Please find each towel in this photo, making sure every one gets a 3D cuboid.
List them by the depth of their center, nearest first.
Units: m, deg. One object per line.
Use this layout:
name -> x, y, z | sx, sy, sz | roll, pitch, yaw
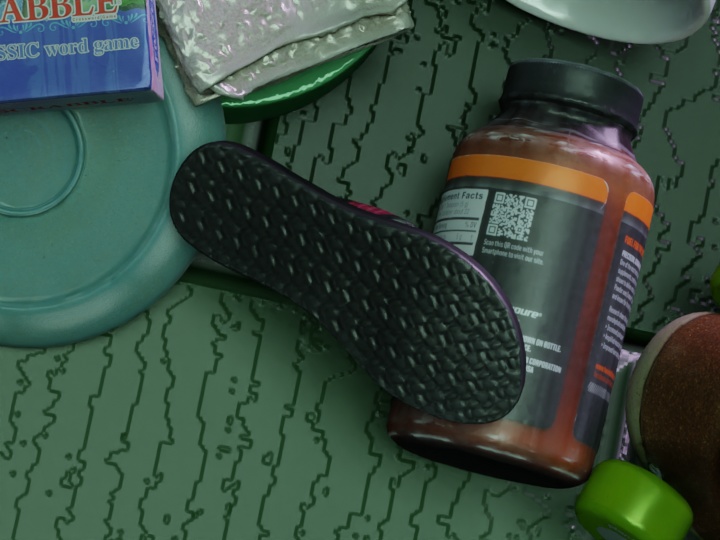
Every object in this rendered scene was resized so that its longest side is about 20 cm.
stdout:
towel -> -0.062, -0.187, 1.234 | 0.132, 0.034, 0.201 | -24, 85, -21

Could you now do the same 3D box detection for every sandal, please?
sandal -> 0.000, 0.000, 1.203 | 0.200, 0.045, 0.075 | 33, 104, 17

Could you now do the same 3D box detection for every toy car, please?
toy car -> 0.233, 0.096, 1.196 | 0.158, 0.200, 0.165 | 44, 71, -35

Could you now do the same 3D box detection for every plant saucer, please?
plant saucer -> -0.165, -0.059, 1.237 | 0.199, 0.027, 0.201 | 0, 99, 1

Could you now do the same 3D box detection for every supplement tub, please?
supplement tub -> 0.085, 0.000, 1.253 | 0.106, 0.107, 0.201 | 16, 81, -5

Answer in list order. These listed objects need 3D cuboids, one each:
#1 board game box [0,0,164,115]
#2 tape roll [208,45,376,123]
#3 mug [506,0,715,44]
board game box -> -0.199, -0.171, 1.185 | 0.199, 0.041, 0.201 | -6, 85, 2
tape roll -> -0.070, -0.177, 1.285 | 0.199, 0.048, 0.202 | 1, 82, -7
mug -> 0.111, -0.236, 1.271 | 0.199, 0.148, 0.176 | 22, 73, 4
